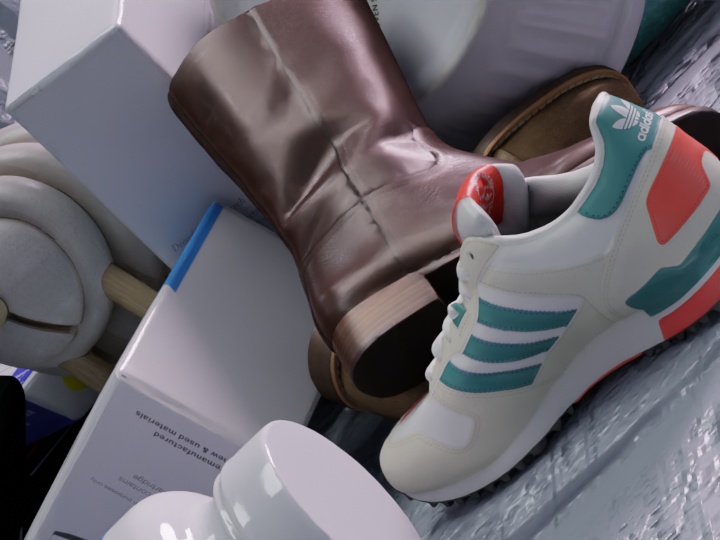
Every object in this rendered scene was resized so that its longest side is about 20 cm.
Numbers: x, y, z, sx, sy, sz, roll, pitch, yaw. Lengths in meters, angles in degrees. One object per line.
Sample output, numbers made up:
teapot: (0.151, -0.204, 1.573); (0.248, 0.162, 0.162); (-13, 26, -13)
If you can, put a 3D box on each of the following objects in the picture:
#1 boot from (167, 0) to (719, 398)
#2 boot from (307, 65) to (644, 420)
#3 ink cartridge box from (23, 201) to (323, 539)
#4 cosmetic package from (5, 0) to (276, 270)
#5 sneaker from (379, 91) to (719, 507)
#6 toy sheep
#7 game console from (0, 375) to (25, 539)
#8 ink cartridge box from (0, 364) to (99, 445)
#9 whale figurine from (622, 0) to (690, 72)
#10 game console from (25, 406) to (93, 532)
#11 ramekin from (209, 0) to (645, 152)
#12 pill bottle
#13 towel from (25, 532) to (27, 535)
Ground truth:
boot: (0.029, -0.067, 1.122); (0.186, 0.064, 0.200); (-30, 49, -1)
boot: (0.070, -0.007, 1.150); (0.075, 0.074, 0.200); (18, 56, 43)
ink cartridge box: (-0.088, 0.094, 1.203); (0.200, 0.084, 0.145); (-59, 3, 35)
cosmetic package: (-0.068, -0.053, 1.256); (0.071, 0.200, 0.102); (-34, 29, 20)
sneaker: (0.059, 0.007, 1.019); (0.200, 0.093, 0.070); (-40, 14, 36)
toy sheep: (-0.141, -0.010, 1.309); (0.138, 0.138, 0.200); (-43, 3, 27)
game console: (-0.225, 0.162, 1.274); (0.176, 0.116, 0.201); (-81, -5, -75)
ink cartridge box: (-0.159, 0.047, 1.469); (0.200, 0.047, 0.198); (-55, 11, -19)
whale figurine: (0.118, -0.136, 1.306); (0.200, 0.104, 0.159); (-20, 12, 18)
game console: (-0.170, 0.108, 1.492); (0.200, 0.031, 0.177); (-53, 10, -21)
ramekin: (0.021, -0.140, 1.218); (0.202, 0.203, 0.094); (-43, -22, 28)
pill bottle: (-0.070, 0.152, 0.994); (0.200, 0.112, 0.112); (-46, 12, 16)
towel: (-0.128, 0.111, 1.508); (0.200, 0.050, 0.148); (-50, 5, -3)
